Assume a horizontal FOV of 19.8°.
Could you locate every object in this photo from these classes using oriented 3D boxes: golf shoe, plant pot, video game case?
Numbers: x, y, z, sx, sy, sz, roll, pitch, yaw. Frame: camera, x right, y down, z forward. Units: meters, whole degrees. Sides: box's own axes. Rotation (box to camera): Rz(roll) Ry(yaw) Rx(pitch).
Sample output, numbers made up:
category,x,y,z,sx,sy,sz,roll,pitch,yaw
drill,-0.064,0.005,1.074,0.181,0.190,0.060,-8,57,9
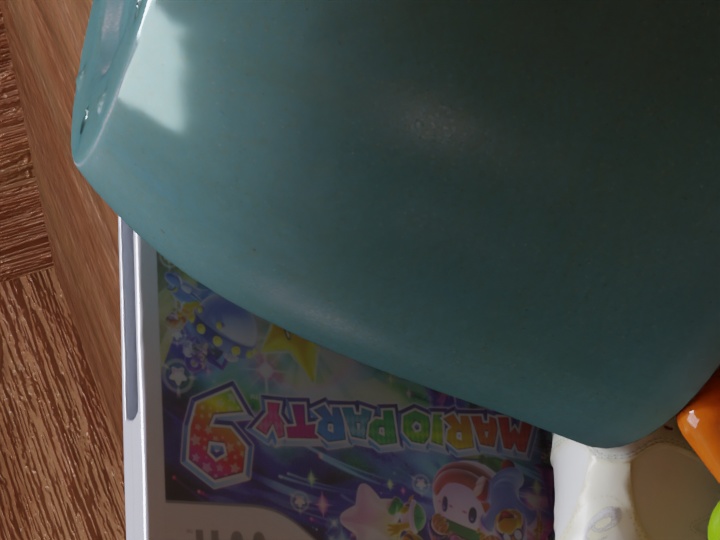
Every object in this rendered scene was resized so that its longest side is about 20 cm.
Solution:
category,x,y,z,sx,sy,sz,roll,pitch,yaw
golf shoe,0.100,0.105,0.653,0.200,0.075,0.092,59,-142,-43
plant pot,0.014,-0.068,0.553,0.200,0.160,0.202,-165,90,-75
video game case,-0.006,0.004,0.637,0.018,0.142,0.201,-31,57,55

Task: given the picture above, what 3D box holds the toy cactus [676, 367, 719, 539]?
category,x,y,z,sx,sy,sz,roll,pitch,yaw
toy cactus,0.147,0.087,0.568,0.165,0.102,0.201,44,-157,-77
